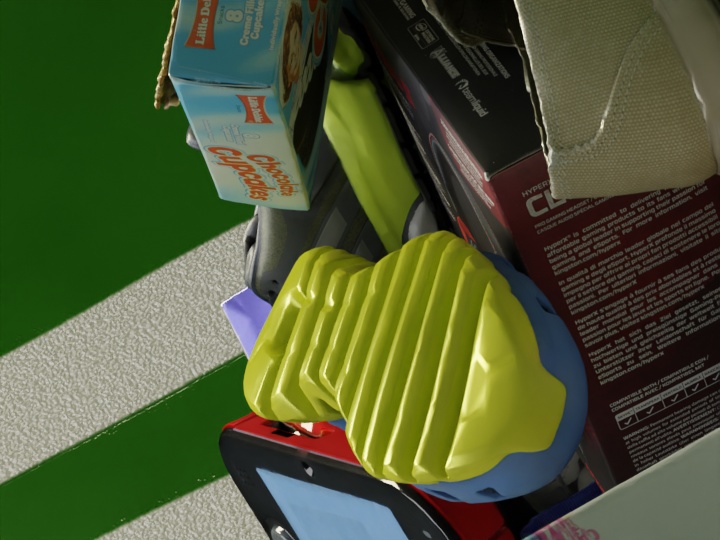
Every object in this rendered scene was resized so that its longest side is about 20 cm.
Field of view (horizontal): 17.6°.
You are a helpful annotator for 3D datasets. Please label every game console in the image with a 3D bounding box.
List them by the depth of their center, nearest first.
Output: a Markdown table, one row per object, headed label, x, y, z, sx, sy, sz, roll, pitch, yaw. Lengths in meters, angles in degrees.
| label | x | y | z | sx | sy | sz | roll | pitch | yaw |
| --- | --- | --- | --- | --- | --- | --- | --- | --- | --- |
| game console | 0.023 | 0.139 | 0.937 | 0.200 | 0.031 | 0.177 | 9 | 128 | 62 |

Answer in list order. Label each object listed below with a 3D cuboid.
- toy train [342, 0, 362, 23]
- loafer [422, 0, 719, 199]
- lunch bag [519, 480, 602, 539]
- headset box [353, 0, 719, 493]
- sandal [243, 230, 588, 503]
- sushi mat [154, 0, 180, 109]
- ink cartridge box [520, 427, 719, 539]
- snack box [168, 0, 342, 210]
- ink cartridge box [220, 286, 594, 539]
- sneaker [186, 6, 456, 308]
| label | x | y | z | sx | sy | sz | roll | pitch | yaw |
| --- | --- | --- | --- | --- | --- | --- | --- | --- | --- |
| toy train | 0.003 | -0.075 | 0.958 | 0.085 | 0.116 | 0.200 | 38 | 164 | 31 |
| loafer | 0.042 | -0.105 | 0.665 | 0.200 | 0.068 | 0.076 | 61 | 177 | 20 |
| lunch bag | 0.168 | 0.151 | 0.812 | 0.200 | 0.094 | 0.151 | 18 | 137 | 59 |
| headset box | 0.073 | -0.026 | 0.785 | 0.200 | 0.075 | 0.149 | 64 | 177 | -38 |
| sandal | 0.032 | 0.035 | 0.746 | 0.087 | 0.080 | 0.200 | 24 | 179 | -18 |
| sushi mat | -0.043 | -0.155 | 0.872 | 0.200 | 0.012 | 0.096 | -76 | 1 | -47 |
| ink cartridge box | 0.081 | 0.103 | 0.638 | 0.083 | 0.200 | 0.146 | 61 | 176 | 11 |
| snack box | -0.024 | -0.133 | 0.780 | 0.116 | 0.037 | 0.201 | 74 | -156 | -73 |
| ink cartridge box | 0.043 | 0.055 | 0.980 | 0.043 | 0.200 | 0.198 | -15 | -106 | -58 |
| sneaker | 0.000 | 0.000 | 0.888 | 0.074 | 0.081 | 0.200 | -86 | -25 | -65 |
